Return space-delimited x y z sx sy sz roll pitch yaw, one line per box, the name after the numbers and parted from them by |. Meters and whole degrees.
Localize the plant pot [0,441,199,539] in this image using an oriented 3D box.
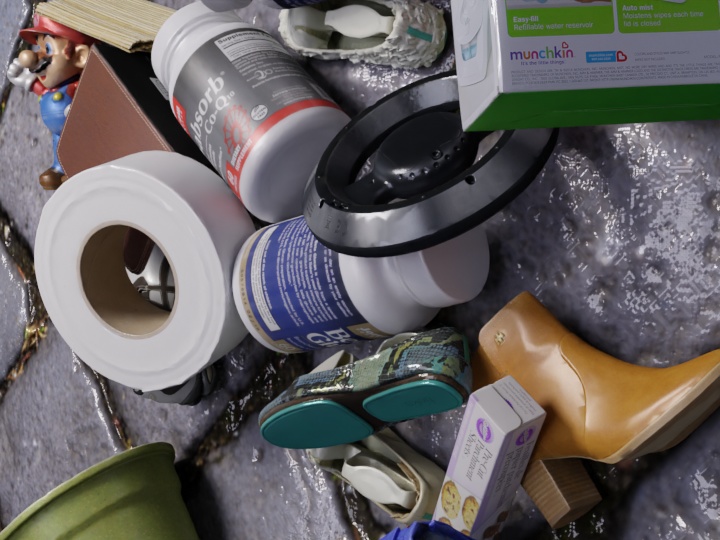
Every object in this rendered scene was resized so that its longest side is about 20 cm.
-0.218 0.296 1.038 0.200 0.200 0.185 -47 71 33 | plant pot

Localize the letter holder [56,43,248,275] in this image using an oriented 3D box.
-0.204 -0.104 1.075 0.200 0.100 0.143 50 124 33 | letter holder

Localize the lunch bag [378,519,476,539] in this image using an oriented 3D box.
0.052 0.283 0.770 0.200 0.124 0.170 48 125 0 | lunch bag

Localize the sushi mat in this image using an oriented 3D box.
-0.248 -0.262 1.128 0.199 0.095 0.012 27 132 41 | sushi mat

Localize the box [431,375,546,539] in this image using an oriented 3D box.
0.083 0.159 0.778 0.041 0.039 0.201 47 143 33 | box

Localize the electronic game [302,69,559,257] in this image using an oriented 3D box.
0.048 -0.082 0.790 0.199 0.200 0.042 10 141 44 | electronic game

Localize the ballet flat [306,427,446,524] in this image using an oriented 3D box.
-0.002 0.149 0.894 0.199 0.069 0.070 28 108 41 | ballet flat

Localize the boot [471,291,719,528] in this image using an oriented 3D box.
0.151 0.068 0.742 0.201 0.070 0.145 -50 57 36 | boot

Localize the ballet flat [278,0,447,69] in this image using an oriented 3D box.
-0.015 -0.211 0.913 0.199 0.071 0.072 16 100 44 | ballet flat

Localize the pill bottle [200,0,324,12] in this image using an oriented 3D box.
-0.036 -0.270 0.857 0.199 0.116 0.117 -8 83 21 | pill bottle

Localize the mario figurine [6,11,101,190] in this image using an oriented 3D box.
-0.343 -0.190 1.204 0.122 0.106 0.202 -4 95 10 | mario figurine

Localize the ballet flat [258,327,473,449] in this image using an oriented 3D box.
0.006 0.088 0.835 0.199 0.074 0.075 -17 77 35 | ballet flat

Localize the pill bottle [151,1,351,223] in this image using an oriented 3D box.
-0.098 -0.144 0.959 0.200 0.115 0.116 49 121 33 | pill bottle

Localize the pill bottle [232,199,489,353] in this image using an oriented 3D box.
0.000 0.000 0.863 0.199 0.111 0.112 -14 80 44 | pill bottle

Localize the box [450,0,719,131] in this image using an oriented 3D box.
0.157 -0.182 0.641 0.097 0.198 0.178 140 124 -80 | box

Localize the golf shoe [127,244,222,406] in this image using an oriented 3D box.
-0.210 0.041 1.082 0.078 0.094 0.201 -49 56 34 | golf shoe

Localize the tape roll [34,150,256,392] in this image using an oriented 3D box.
-0.186 0.000 0.959 0.201 0.071 0.204 7 109 22 | tape roll
